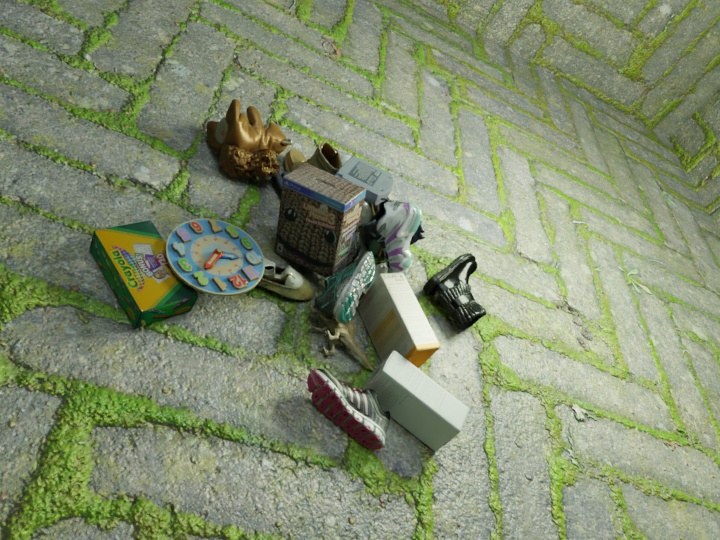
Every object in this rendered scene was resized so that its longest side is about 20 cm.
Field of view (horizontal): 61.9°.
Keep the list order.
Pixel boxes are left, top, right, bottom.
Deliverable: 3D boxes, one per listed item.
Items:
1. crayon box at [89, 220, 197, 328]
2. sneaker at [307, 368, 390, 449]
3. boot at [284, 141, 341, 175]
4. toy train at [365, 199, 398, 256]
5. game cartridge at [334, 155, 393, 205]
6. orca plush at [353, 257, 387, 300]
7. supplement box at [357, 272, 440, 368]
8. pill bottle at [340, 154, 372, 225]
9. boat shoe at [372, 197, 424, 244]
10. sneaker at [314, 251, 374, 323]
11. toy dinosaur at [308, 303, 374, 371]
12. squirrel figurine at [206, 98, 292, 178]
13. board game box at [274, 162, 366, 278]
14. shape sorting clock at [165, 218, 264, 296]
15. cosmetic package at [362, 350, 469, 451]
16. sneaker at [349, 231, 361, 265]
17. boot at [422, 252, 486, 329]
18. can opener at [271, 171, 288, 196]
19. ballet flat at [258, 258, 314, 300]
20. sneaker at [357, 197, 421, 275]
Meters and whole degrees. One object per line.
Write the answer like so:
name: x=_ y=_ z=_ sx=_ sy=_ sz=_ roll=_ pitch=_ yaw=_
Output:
crayon box: x=-0.416 y=0.003 z=1.150 sx=0.118 sy=0.058 sz=0.200 roll=-19 pitch=64 yaw=-44
sneaker: x=-0.018 y=0.257 z=1.179 sx=0.200 sy=0.074 sz=0.087 roll=42 pitch=41 yaw=-1
boot: x=-0.122 y=-0.278 z=1.544 sx=0.072 sy=0.156 sz=0.201 roll=0 pitch=52 yaw=-34
toy train: x=0.065 y=-0.117 z=1.585 sx=0.113 sy=0.085 sz=0.201 roll=7 pitch=48 yaw=-17
game cartridge: x=0.013 y=-0.219 z=1.463 sx=0.133 sy=0.042 sz=0.200 roll=30 pitch=26 yaw=-1
orca plush: x=0.000 y=0.000 z=1.432 sx=0.200 sy=0.106 sz=0.071 roll=-38 pitch=38 yaw=-29
supplement box: x=0.080 y=0.121 z=1.332 sx=0.073 sy=0.126 sz=0.201 roll=-2 pitch=54 yaw=-35
pill bottle: x=-0.033 y=-0.208 z=1.575 sx=0.111 sy=0.112 sz=0.201 roll=14 pitch=46 yaw=-24
boat shoe: x=0.092 y=-0.142 z=1.507 sx=0.092 sy=0.075 sz=0.201 roll=-18 pitch=63 yaw=-5
sneaker: x=-0.034 y=0.024 z=1.313 sx=0.091 sy=0.078 sz=0.200 roll=12 pitch=45 yaw=23
toy dinosaur: x=-0.043 y=0.138 z=1.283 sx=0.101 sy=0.058 sz=0.200 roll=-21 pitch=66 yaw=-46
squirrel figurine: x=-0.266 y=-0.310 z=1.519 sx=0.186 sy=0.141 sz=0.201 roll=8 pitch=61 yaw=-43
board game box: x=-0.093 y=-0.110 z=1.344 sx=0.159 sy=0.201 sz=0.097 roll=25 pitch=37 yaw=17
shape sorting clock: x=-0.287 y=-0.031 z=1.200 sx=0.199 sy=0.039 sz=0.201 roll=19 pitch=46 yaw=-20
cosmetic package: x=0.112 y=0.269 z=1.235 sx=0.200 sy=0.102 sz=0.074 roll=38 pitch=42 yaw=0
sneaker: x=-0.062 y=-0.109 z=1.468 sx=0.070 sy=0.093 sz=0.201 roll=-23 pitch=107 yaw=-44
boot: x=0.276 y=0.055 z=1.563 sx=0.158 sy=0.080 sz=0.211 roll=43 pitch=51 yaw=19
can opener: x=-0.161 y=-0.178 z=1.499 sx=0.052 sy=0.067 sz=0.200 roll=-7 pitch=52 yaw=-37
ballet flat: x=-0.183 y=0.011 z=1.299 sx=0.199 sy=0.071 sz=0.071 roll=20 pitch=43 yaw=-19
sneaker: x=0.052 y=-0.069 z=1.390 sx=0.139 sy=0.201 sz=0.078 roll=12 pitch=2 yaw=-17
